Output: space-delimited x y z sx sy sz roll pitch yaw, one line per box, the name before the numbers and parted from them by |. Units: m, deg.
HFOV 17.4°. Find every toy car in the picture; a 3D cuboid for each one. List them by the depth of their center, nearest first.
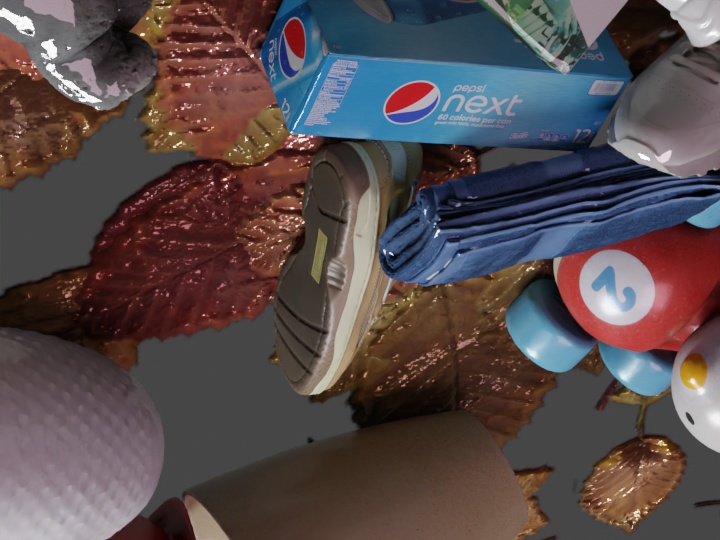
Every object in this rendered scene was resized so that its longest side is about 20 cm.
toy car | 0.227 0.050 1.525 0.176 0.200 0.184 15 130 -39

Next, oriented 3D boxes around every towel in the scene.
towel | 0.115 -0.034 1.400 0.199 0.049 0.112 -14 168 -20

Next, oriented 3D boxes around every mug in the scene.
mug | -0.230 0.111 1.439 0.200 0.148 0.175 -12 169 42

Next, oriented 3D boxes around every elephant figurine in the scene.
elephant figurine | -0.103 -0.190 1.142 0.200 0.155 0.142 -42 105 9

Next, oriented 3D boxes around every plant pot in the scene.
plant pot | 0.009 0.186 1.626 0.200 0.187 0.188 -29 145 -15

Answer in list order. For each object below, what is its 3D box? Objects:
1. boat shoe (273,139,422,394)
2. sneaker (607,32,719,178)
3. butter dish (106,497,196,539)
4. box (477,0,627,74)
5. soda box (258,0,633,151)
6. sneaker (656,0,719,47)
boat shoe | 0.000 0.000 1.464 0.076 0.072 0.200 -15 144 -29
sneaker | 0.209 -0.123 1.362 0.200 0.076 0.081 -40 155 -43
butter dish | -0.211 0.223 1.553 0.148 0.200 0.200 41 97 -21
box | 0.075 -0.213 1.155 0.200 0.036 0.144 39 92 -23
soda box | 0.049 -0.117 1.337 0.199 0.068 0.064 2 137 -29
sneaker | 0.217 -0.224 1.284 0.099 0.078 0.200 38 98 -5
